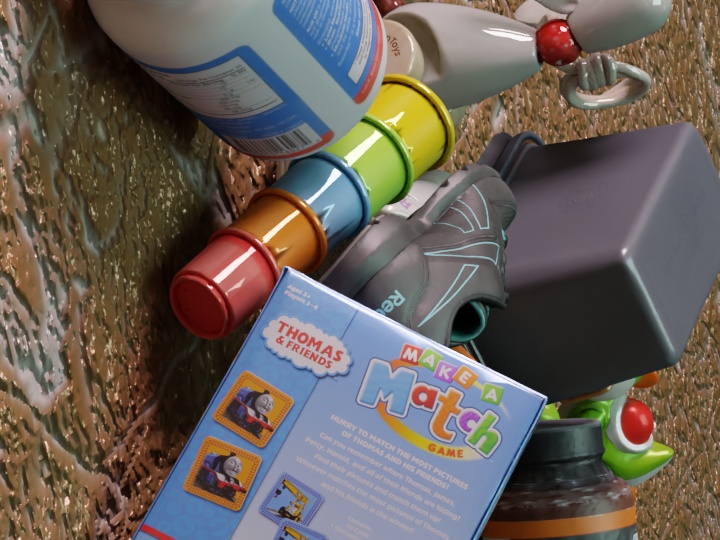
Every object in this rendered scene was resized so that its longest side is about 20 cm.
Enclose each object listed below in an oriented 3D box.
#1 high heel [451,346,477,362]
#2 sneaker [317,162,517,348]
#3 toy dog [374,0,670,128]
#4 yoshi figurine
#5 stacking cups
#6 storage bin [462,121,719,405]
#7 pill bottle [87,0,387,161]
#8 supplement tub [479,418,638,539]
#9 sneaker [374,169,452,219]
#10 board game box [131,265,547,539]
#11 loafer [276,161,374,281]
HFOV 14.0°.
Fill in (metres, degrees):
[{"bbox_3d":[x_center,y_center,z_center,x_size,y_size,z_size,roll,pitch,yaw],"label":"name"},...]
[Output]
[{"bbox_3d":[0.024,0.090,1.589,0.067,0.096,0.200,41,12,-8],"label":"high heel"},{"bbox_3d":[0.044,0.003,1.586,0.079,0.076,0.200,43,30,7],"label":"sneaker"},{"bbox_3d":[0.079,-0.153,1.761,0.132,0.198,0.097,93,-16,-67],"label":"toy dog"},{"bbox_3d":[0.137,0.091,1.988,0.111,0.112,0.201,-19,125,-26],"label":"yoshi figurine"},{"bbox_3d":[-0.024,-0.031,1.560,0.200,0.060,0.061,-45,128,-42],"label":"stacking cups"},{"bbox_3d":[0.141,0.003,1.755,0.146,0.134,0.200,63,34,-23],"label":"storage bin"},{"bbox_3d":[-0.072,-0.142,1.480,0.200,0.111,0.113,44,46,-58],"label":"pill bottle"},{"bbox_3d":[0.130,0.199,1.897,0.107,0.106,0.202,-9,93,-67],"label":"supplement tub"},{"bbox_3d":[0.040,0.043,1.776,0.099,0.074,0.201,-18,94,-59],"label":"sneaker"},{"bbox_3d":[-0.018,0.117,1.443,0.201,0.151,0.037,-61,172,-22],"label":"board game box"},{"bbox_3d":[0.000,0.000,1.673,0.070,0.069,0.201,-47,128,-59],"label":"loafer"}]
